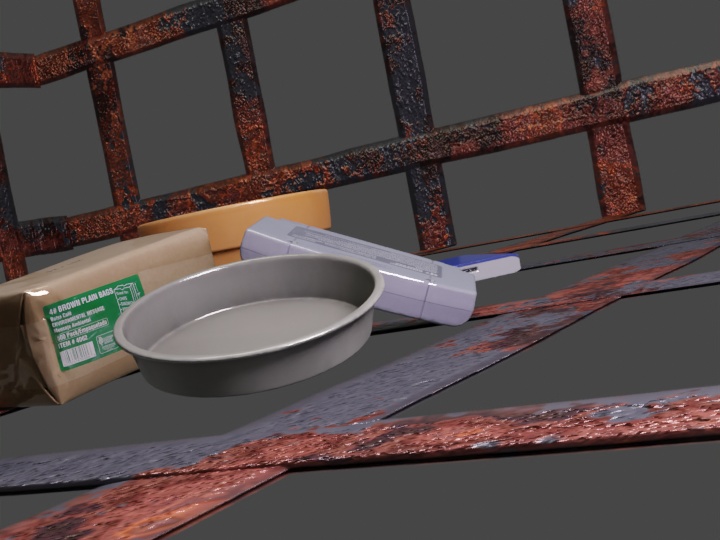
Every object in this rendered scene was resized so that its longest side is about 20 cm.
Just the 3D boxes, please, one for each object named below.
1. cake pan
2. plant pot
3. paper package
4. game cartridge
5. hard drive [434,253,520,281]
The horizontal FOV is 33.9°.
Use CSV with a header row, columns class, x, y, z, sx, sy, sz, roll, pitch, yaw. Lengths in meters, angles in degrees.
class,x,y,z,sx,sy,sz,roll,pitch,yaw
cake pan,-0.078,0.038,0.857,0.198,0.037,0.200,-9,19,3
plant pot,-0.117,0.003,1.217,0.198,0.142,0.200,-12,2,0
paper package,-0.251,0.042,1.084,0.199,0.104,0.190,-23,10,-42
game cartridge,0.000,0.000,1.002,0.198,0.041,0.133,15,6,3
hard drive,0.114,0.002,1.537,0.131,0.026,0.200,-12,2,-11
